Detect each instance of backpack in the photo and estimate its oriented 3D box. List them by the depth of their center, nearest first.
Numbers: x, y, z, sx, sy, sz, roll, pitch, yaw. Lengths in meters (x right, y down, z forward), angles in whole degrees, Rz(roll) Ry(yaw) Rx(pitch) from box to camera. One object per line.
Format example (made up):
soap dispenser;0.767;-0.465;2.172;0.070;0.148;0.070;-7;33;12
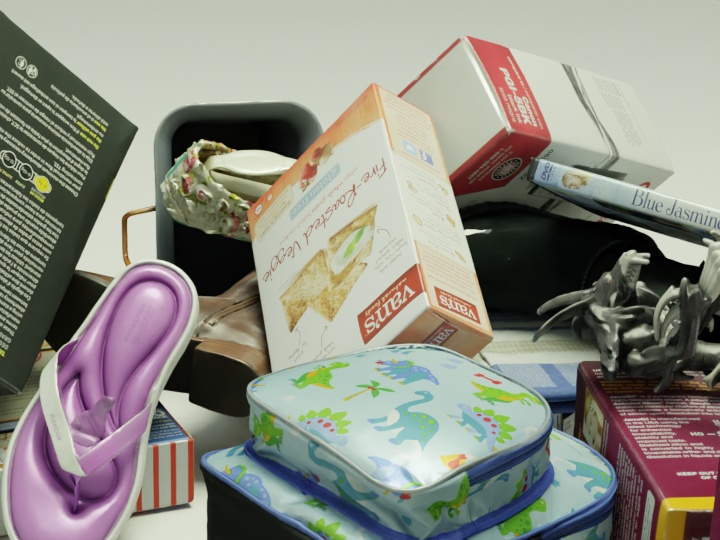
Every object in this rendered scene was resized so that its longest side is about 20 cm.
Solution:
backpack;0.034;0.126;0.947;0.199;0.148;0.183;-10;25;-41

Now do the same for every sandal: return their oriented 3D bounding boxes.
sandal;-0.156;0.076;1.043;0.082;0.050;0.203;17;64;2

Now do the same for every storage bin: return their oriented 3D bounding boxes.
storage bin;-0.110;-0.029;1.340;0.145;0.201;0.134;-3;8;-14

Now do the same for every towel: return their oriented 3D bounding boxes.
towel;0.124;0.046;1.176;0.146;0.024;0.200;-2;22;-17

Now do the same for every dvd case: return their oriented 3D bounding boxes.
dvd case;0.218;-0.027;1.119;0.199;0.018;0.143;18;1;27

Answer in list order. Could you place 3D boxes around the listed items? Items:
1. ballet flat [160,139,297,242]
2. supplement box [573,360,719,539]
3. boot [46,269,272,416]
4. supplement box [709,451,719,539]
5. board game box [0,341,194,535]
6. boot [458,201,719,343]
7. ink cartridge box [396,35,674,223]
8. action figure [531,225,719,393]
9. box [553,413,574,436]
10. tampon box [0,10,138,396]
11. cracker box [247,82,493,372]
ballet flat;-0.040;-0.047;1.244;0.199;0.064;0.076;8;45;-16
supplement box;0.177;0.136;0.982;0.085;0.111;0.200;1;19;-7
boot;-0.102;0.023;1.203;0.186;0.064;0.200;25;25;13
supplement box;0.225;0.160;0.777;0.130;0.201;0.103;-2;19;-9
board game box;-0.210;0.101;1.150;0.151;0.047;0.200;-7;21;-22
boot;0.154;0.015;1.130;0.197;0.074;0.162;3;17;-26
ink cartridge box;0.100;-0.071;1.228;0.199;0.147;0.083;7;50;-47
action figure;0.202;0.022;0.996;0.199;0.103;0.119;13;19;5
box;0.116;0.068;1.245;0.157;0.050;0.200;13;23;31
tampon box;-0.258;-0.033;1.105;0.149;0.126;0.201;-9;52;44
cracker box;0.000;0.000;1.093;0.058;0.134;0.201;26;34;-33
